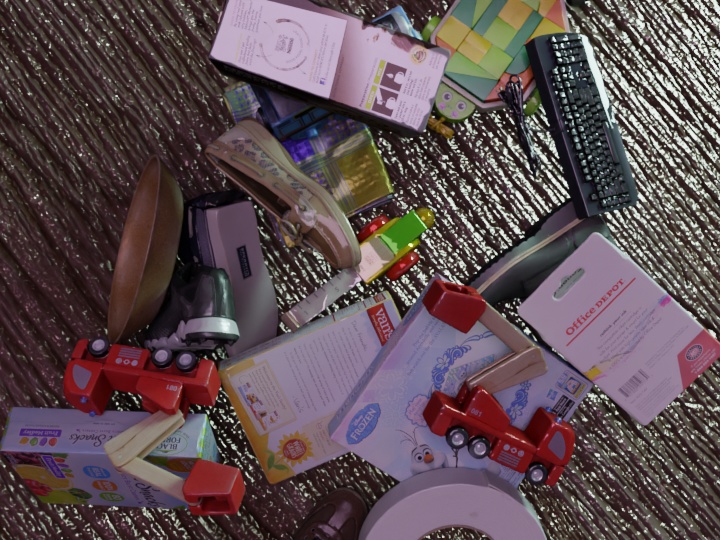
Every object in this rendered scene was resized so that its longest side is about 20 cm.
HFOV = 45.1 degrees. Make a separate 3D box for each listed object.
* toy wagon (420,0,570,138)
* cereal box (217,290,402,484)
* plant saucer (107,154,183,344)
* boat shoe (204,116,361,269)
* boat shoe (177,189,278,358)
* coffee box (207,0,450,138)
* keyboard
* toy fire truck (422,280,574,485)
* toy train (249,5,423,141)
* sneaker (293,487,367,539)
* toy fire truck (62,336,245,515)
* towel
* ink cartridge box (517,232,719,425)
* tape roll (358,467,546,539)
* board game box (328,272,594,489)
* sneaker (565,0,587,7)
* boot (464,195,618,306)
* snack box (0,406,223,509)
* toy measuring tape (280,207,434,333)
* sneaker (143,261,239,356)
[{"bbox_3d":[0.143,-0.237,0.963,0.155,0.040,0.200,36,88,4],"label":"toy wagon"},{"bbox_3d":[-0.033,0.125,0.925,0.199,0.040,0.144,-22,105,-2],"label":"cereal box"},{"bbox_3d":[-0.221,-0.019,0.901,0.035,0.200,0.201,14,87,-23],"label":"plant saucer"},{"bbox_3d":[-0.078,-0.069,0.890,0.063,0.073,0.200,-37,72,-21],"label":"boat shoe"},{"bbox_3d":[-0.152,0.008,0.953,0.093,0.075,0.201,7,109,42],"label":"boat shoe"},{"bbox_3d":[-0.029,-0.192,0.796,0.199,0.113,0.080,18,95,-5],"label":"coffee box"},{"bbox_3d":[0.216,-0.152,0.913,0.127,0.021,0.201,-15,84,-16],"label":"keyboard"},{"bbox_3d":[0.133,0.110,0.843,0.200,0.049,0.141,26,98,-11],"label":"toy fire truck"},{"bbox_3d":[-0.023,-0.206,0.909,0.200,0.114,0.087,-27,86,1],"label":"toy train"},{"bbox_3d":[-0.058,0.325,0.917,0.070,0.076,0.200,33,89,4],"label":"sneaker"},{"bbox_3d":[-0.197,0.144,0.818,0.199,0.049,0.141,8,55,8],"label":"toy fire truck"},{"bbox_3d":[-0.058,-0.140,0.974,0.143,0.023,0.201,-22,86,2],"label":"towel"},{"bbox_3d":[0.255,0.050,0.882,0.200,0.068,0.117,40,102,-19],"label":"ink cartridge box"},{"bbox_3d":[0.095,0.301,0.899,0.202,0.037,0.204,-1,105,-2],"label":"tape roll"},{"bbox_3d":[0.103,0.139,0.901,0.199,0.043,0.200,34,97,-12],"label":"board game box"},{"bbox_3d":[0.250,-0.395,0.950,0.114,0.076,0.200,-11,81,8],"label":"sneaker"},{"bbox_3d":[0.203,0.027,0.929,0.200,0.077,0.138,-38,90,1],"label":"boot"},{"bbox_3d":[-0.250,0.198,0.899,0.199,0.142,0.053,2,55,2],"label":"snack box"},{"bbox_3d":[0.000,0.000,0.934,0.200,0.074,0.074,-39,86,-8],"label":"toy measuring tape"},{"bbox_3d":[-0.173,0.040,0.890,0.066,0.200,0.091,6,77,-27],"label":"sneaker"}]
